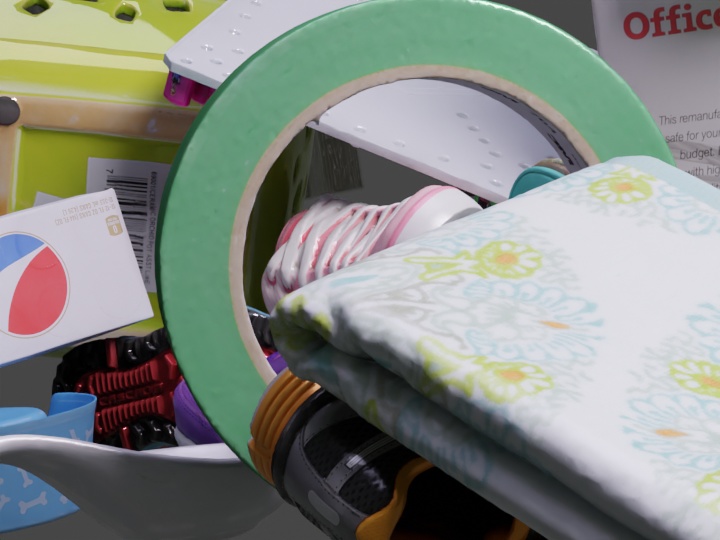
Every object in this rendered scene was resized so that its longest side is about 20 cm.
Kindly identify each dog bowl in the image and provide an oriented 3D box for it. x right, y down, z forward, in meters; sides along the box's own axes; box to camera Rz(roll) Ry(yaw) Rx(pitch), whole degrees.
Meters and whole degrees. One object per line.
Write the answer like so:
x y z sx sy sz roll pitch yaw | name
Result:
-0.202 0.091 1.202 0.200 0.050 0.111 -5 5 44 | dog bowl

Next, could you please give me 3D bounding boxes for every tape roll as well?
0.023 -0.003 0.984 0.200 0.201 0.048 -9 4 -5 | tape roll

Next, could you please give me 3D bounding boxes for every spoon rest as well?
-0.105 0.085 1.022 0.200 0.061 0.099 -13 7 -41 | spoon rest

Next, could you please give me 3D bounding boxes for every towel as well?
0.098 0.031 0.848 0.171 0.048 0.200 -19 37 -41 | towel

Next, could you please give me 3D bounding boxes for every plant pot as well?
-0.123 -0.056 1.392 0.198 0.201 0.182 6 24 -4 | plant pot

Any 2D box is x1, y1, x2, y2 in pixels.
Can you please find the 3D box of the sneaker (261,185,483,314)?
0.000 0.000 1.213 0.075 0.105 0.200 -49 -14 -17 | sneaker

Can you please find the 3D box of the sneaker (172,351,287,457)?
0.001 0.040 1.101 0.200 0.089 0.080 -3 22 38 | sneaker

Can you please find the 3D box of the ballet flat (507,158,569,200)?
0.126 0.018 1.083 0.071 0.071 0.200 -10 32 -19 | ballet flat

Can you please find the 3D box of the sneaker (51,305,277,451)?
-0.060 0.051 1.263 0.095 0.080 0.200 -10 4 -42 | sneaker

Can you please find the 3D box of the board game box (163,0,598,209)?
0.026 -0.091 1.297 0.200 0.026 0.200 23 29 10 | board game box

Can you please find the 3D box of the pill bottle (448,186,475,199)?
0.086 0.007 1.333 0.200 0.110 0.109 -5 5 36 | pill bottle

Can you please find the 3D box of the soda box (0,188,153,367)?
-0.200 0.020 1.219 0.200 0.068 0.064 -18 1 -37 | soda box

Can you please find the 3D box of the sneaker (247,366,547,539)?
0.064 0.070 0.901 0.199 0.078 0.077 -4 31 -23 | sneaker

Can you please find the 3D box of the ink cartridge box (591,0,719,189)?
0.192 -0.040 1.139 0.144 0.201 0.084 -5 5 37 | ink cartridge box
